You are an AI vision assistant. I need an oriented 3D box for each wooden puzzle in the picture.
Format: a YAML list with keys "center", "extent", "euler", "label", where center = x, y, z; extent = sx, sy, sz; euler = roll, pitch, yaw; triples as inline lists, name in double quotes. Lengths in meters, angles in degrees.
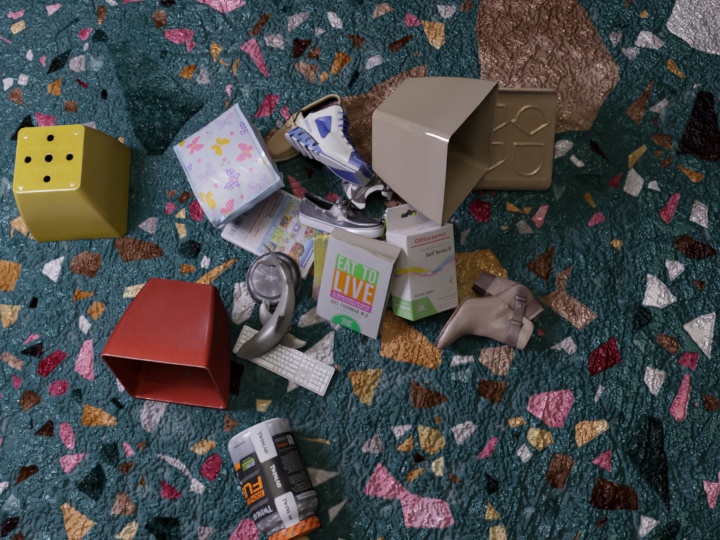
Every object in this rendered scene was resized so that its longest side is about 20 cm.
- center: [0.293, -0.262, 1.623]
  extent: [0.181, 0.046, 0.205]
  euler: [1, 108, -2]
  label: "wooden puzzle"

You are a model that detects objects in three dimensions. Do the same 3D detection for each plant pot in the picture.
- center: [0.127, -0.241, 1.508]
  extent: [0.175, 0.203, 0.200]
  euler: [24, 51, 23]
  label: "plant pot"
- center: [-0.587, -0.188, 1.636]
  extent: [0.195, 0.177, 0.205]
  euler: [-3, 72, 3]
  label: "plant pot"
- center: [-0.338, 0.129, 1.524]
  extent: [0.195, 0.201, 0.179]
  euler: [6, 60, 6]
  label: "plant pot"

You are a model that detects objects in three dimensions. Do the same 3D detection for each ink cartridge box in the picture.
- center: [0.115, -0.022, 1.524]
  extent: [0.115, 0.067, 0.205]
  euler: [-15, 107, -30]
  label: "ink cartridge box"

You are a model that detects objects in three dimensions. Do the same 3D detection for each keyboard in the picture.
- center: [-0.148, 0.173, 1.572]
  extent: [0.197, 0.011, 0.057]
  euler: [25, 79, 6]
  label: "keyboard"

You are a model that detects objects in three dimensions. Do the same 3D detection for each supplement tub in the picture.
- center: [-0.151, 0.379, 1.460]
  extent: [0.120, 0.123, 0.203]
  euler: [-23, 72, -4]
  label: "supplement tub"

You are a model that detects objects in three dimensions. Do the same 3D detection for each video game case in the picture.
- center: [-0.165, -0.087, 1.659]
  extent: [0.197, 0.018, 0.145]
  euler: [26, 76, 11]
  label: "video game case"

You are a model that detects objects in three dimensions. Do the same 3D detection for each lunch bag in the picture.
- center: [-0.254, -0.196, 1.625]
  extent: [0.168, 0.127, 0.202]
  euler: [-34, 58, 4]
  label: "lunch bag"

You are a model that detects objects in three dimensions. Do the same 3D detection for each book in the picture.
- center: [-0.008, 0.025, 1.525]
  extent: [0.131, 0.203, 0.048]
  euler: [20, 42, 10]
  label: "book"

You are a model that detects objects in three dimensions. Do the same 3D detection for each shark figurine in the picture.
- center: [-0.156, 0.068, 1.541]
  extent: [0.125, 0.090, 0.220]
  euler: [11, 85, 3]
  label: "shark figurine"

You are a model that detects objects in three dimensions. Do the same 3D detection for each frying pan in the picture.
- center: [-0.193, 0.048, 1.606]
  extent: [0.114, 0.031, 0.192]
  euler: [33, 81, 12]
  label: "frying pan"

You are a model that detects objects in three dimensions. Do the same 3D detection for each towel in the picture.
- center: [0.000, 0.000, 1.581]
  extent: [0.195, 0.023, 0.147]
  euler: [2, 110, 6]
  label: "towel"

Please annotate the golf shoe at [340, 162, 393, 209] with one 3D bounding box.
- center: [0.059, -0.195, 1.654]
  extent: [0.197, 0.078, 0.096]
  euler: [-29, 81, 3]
  label: "golf shoe"

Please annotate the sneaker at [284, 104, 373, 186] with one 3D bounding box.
- center: [-0.047, -0.263, 1.609]
  extent: [0.198, 0.081, 0.116]
  euler: [33, 82, 24]
  label: "sneaker"

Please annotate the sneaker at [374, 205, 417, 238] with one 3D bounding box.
- center: [0.031, -0.067, 1.615]
  extent: [0.196, 0.076, 0.077]
  euler: [-14, 77, 19]
  label: "sneaker"

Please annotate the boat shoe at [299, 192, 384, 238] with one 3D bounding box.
- center: [-0.038, -0.111, 1.569]
  extent: [0.197, 0.069, 0.068]
  euler: [18, 116, 38]
  label: "boat shoe"

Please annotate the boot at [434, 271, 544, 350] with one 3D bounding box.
- center: [0.251, 0.102, 1.547]
  extent: [0.145, 0.070, 0.201]
  euler: [35, 78, 11]
  label: "boot"

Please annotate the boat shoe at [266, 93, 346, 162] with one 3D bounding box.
- center: [-0.118, -0.302, 1.696]
  extent: [0.199, 0.067, 0.074]
  euler: [-38, 74, -7]
  label: "boat shoe"
